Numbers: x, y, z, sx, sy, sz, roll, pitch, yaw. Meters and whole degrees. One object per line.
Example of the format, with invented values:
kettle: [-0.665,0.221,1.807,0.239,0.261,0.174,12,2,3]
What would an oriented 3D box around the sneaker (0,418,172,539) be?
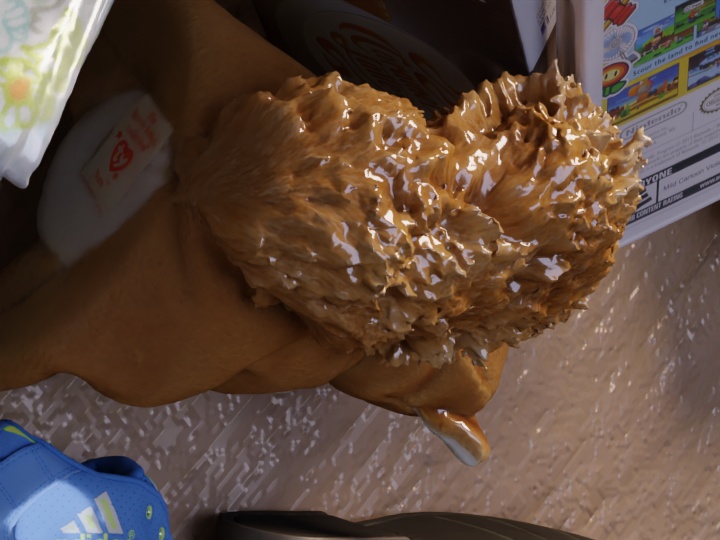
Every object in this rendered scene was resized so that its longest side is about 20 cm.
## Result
sneaker: [-0.078,0.127,0.875,0.200,0.076,0.105,48,63,-32]

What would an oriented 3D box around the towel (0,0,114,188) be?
towel: [-0.151,-0.135,0.760,0.200,0.048,0.171,33,54,-20]

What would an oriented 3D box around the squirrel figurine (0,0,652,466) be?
squirrel figurine: [0.000,0.000,0.854,0.187,0.200,0.142,29,68,-39]

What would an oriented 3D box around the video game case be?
video game case: [0.154,-0.102,0.875,0.200,0.023,0.182,-25,146,-14]

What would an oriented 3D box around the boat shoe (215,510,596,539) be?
boat shoe: [0.026,0.129,0.978,0.200,0.072,0.068,7,93,-32]

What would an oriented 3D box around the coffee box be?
coffee box: [0.021,-0.118,0.861,0.080,0.114,0.200,-63,161,-18]
